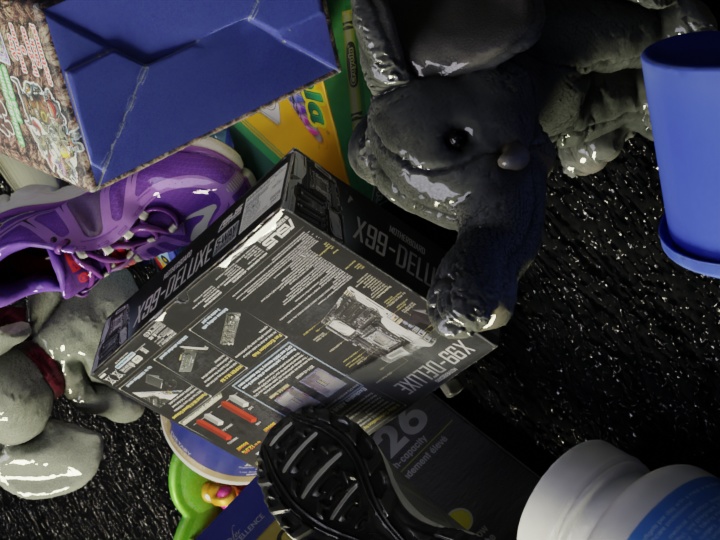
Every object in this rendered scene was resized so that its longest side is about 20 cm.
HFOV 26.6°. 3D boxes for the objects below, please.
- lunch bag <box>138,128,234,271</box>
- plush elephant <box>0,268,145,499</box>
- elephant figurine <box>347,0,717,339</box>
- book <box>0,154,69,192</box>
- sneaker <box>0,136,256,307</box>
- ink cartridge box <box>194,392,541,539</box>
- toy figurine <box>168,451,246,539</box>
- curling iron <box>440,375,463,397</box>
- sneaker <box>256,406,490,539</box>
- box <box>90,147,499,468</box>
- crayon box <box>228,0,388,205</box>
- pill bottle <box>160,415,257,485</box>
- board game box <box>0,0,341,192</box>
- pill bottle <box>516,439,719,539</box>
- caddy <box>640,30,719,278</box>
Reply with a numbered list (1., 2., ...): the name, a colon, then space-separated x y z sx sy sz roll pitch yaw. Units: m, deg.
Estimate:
1. lunch bag: -0.152 -0.090 1.049 0.151 0.094 0.200 37 141 38
2. plush elephant: -0.222 0.062 1.056 0.200 0.155 0.165 37 147 62
3. elephant figurine: 0.048 -0.077 0.655 0.155 0.200 0.142 3 120 56
4. book: -0.246 -0.147 1.087 0.200 0.048 0.134 76 -169 -65
5. sneaker: -0.155 -0.020 0.950 0.200 0.084 0.081 -20 126 19
6. ink cartridge box: 0.001 0.166 0.959 0.200 0.198 0.047 36 166 33
7. toy figurine: -0.036 0.214 1.146 0.184 0.150 0.200 9 124 40
8. curling iron: 0.000 0.000 0.972 0.200 0.050 0.026 50 -167 8
9. sneaker: 0.018 0.156 0.878 0.200 0.074 0.079 38 170 25
10. box: -0.040 0.037 0.902 0.158 0.050 0.200 32 131 -23
11. crayon box: -0.039 -0.141 0.875 0.119 0.058 0.200 20 133 49
12. pill bottle: -0.072 0.058 1.054 0.116 0.116 0.200 49 149 18
13. board game box: -0.138 -0.135 0.811 0.200 0.159 0.097 21 133 47
14. pill bottle: 0.179 0.168 0.774 0.200 0.112 0.112 32 142 39
15. caddy: 0.192 -0.042 0.530 0.200 0.141 0.105 10 122 55
